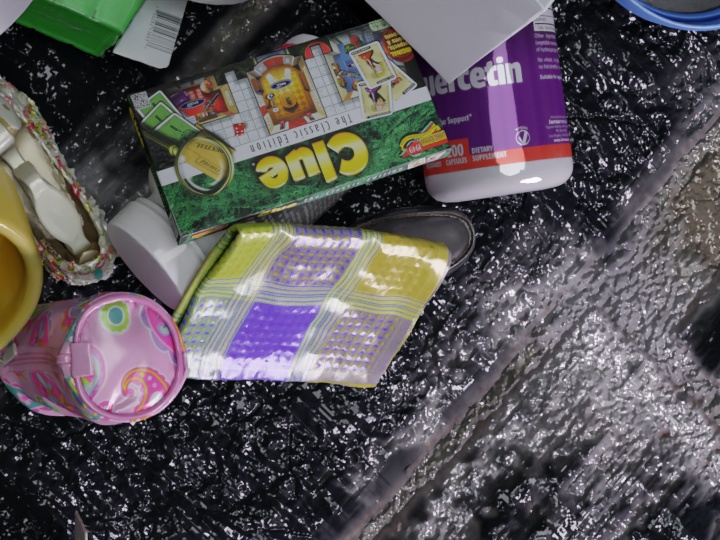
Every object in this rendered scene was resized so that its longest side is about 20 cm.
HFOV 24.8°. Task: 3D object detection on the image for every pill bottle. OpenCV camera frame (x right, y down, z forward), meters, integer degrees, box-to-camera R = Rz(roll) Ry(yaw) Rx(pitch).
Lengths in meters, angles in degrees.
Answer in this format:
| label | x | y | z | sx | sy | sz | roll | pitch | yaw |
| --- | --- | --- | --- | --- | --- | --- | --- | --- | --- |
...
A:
| label | x | y | z | sx | sy | sz | roll | pitch | yaw |
| --- | --- | --- | --- | --- | --- | --- | --- | --- | --- |
| pill bottle | -0.079 | -0.065 | 1.156 | 0.200 | 0.111 | 0.111 | -44 | 100 | -19 |
| pill bottle | 0.091 | -0.155 | 1.215 | 0.112 | 0.112 | 0.202 | -9 | 92 | -16 |

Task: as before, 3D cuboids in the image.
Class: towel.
| label | x | y | z | sx | sy | sz | roll | pitch | yaw |
| --- | --- | --- | --- | --- | --- | --- | --- | --- | --- |
| towel | -0.036 | 0.027 | 1.152 | 0.199 | 0.023 | 0.144 | 8 | 127 | -40 |

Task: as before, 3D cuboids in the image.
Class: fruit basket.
| label | x | y | z | sx | sy | sz | roll | pitch | yaw |
| --- | --- | --- | --- | --- | --- | --- | --- | --- | --- |
| fruit basket | -0.197 | -0.260 | 1.159 | 0.184 | 0.094 | 0.201 | 20 | 64 | -21 |

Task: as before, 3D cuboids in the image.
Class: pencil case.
| label | x | y | z | sx | sy | sz | roll | pitch | yaw |
| --- | --- | --- | --- | --- | --- | --- | --- | --- | --- |
| pencil case | -0.184 | 0.059 | 1.092 | 0.087 | 0.200 | 0.088 | 1 | 87 | -27 |

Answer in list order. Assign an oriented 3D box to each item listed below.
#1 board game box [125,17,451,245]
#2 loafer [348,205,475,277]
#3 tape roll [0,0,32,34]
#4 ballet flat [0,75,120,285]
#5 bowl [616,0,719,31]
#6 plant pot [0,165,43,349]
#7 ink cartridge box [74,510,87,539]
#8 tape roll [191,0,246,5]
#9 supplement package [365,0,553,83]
| label | x | y | z | sx | sy | sz | roll | pitch | yaw |
| --- | --- | --- | --- | --- | --- | --- | --- | --- | --- |
| board game box | -0.047 | -0.097 | 1.102 | 0.199 | 0.023 | 0.105 | -20 | 83 | -17 |
| loafer | 0.000 | 0.000 | 1.208 | 0.199 | 0.072 | 0.073 | -21 | 94 | -16 |
| tape roll | -0.287 | -0.192 | 0.994 | 0.200 | 0.200 | 0.066 | -40 | 137 | -12 |
| ballet flat | -0.237 | -0.074 | 1.147 | 0.076 | 0.064 | 0.200 | -43 | 100 | -9 |
| bowl | 0.257 | -0.286 | 1.274 | 0.199 | 0.039 | 0.202 | 0 | 90 | -15 |
| plant pot | -0.322 | -0.046 | 1.047 | 0.199 | 0.201 | 0.190 | -15 | 57 | -15 |
| ink cartridge box | -0.227 | 0.270 | 1.119 | 0.067 | 0.117 | 0.202 | 4 | 88 | -13 |
| tape roll | -0.112 | -0.288 | 1.131 | 0.201 | 0.071 | 0.204 | 19 | 57 | -32 |
| supplement package | 0.092 | -0.263 | 1.087 | 0.152 | 0.151 | 0.200 | 43 | 67 | -7 |
